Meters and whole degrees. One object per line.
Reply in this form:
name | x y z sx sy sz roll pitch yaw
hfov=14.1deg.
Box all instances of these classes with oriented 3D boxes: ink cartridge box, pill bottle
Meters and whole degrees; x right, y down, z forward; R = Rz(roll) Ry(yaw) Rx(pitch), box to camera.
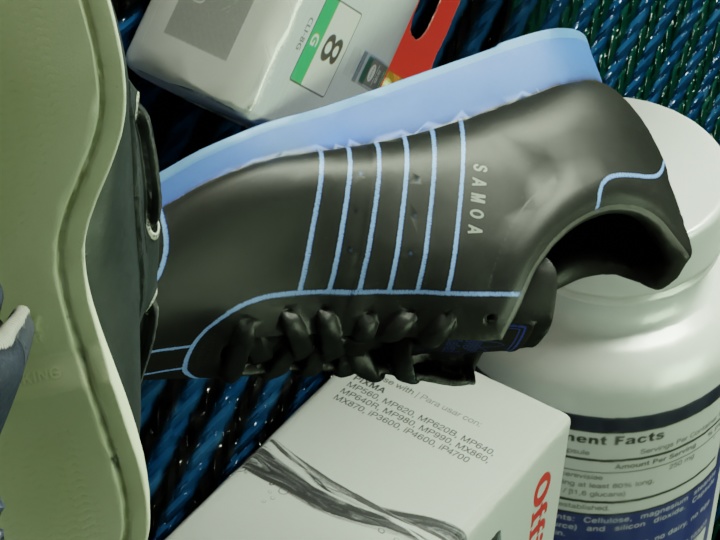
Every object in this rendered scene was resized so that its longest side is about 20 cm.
ink cartridge box | -0.016 0.137 0.989 0.200 0.084 0.145 -44 149 -43
ink cartridge box | 0.019 -0.106 0.866 0.161 0.050 0.200 -66 156 1
pill bottle | 0.085 0.037 1.079 0.111 0.111 0.200 -46 151 -40

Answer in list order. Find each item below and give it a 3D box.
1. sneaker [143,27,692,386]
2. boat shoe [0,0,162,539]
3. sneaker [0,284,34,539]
sneaker | 0.000 0.000 0.799 0.200 0.078 0.070 -24 161 -21
boat shoe | -0.084 -0.020 0.693 0.066 0.074 0.200 -95 174 -65
sneaker | -0.103 0.068 0.579 0.202 0.077 0.146 63 42 -79
